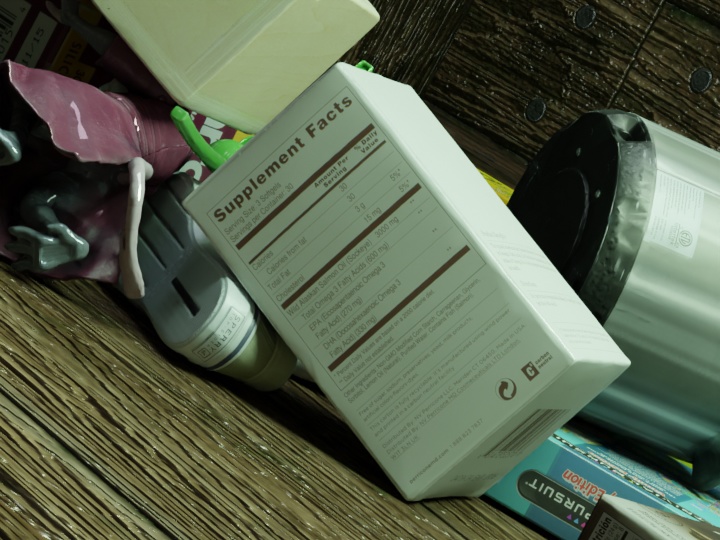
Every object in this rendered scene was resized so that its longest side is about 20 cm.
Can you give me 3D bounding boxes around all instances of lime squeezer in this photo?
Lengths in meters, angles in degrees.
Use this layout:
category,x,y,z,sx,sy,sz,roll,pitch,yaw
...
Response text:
category,x,y,z,sx,sy,sz,roll,pitch,yaw
lime squeezer,-0.056,-0.069,1.654,0.038,0.071,0.200,50,30,13

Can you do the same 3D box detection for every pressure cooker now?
category,x,y,z,sx,sy,sz,roll,pitch,yaw
pressure cooker,0.186,0.020,1.708,0.199,0.176,0.179,22,12,-19

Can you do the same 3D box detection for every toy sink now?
category,x,y,z,sx,sy,sz,roll,pitch,yaw
toy sink,-0.099,-0.191,1.663,0.200,0.112,0.130,50,8,15

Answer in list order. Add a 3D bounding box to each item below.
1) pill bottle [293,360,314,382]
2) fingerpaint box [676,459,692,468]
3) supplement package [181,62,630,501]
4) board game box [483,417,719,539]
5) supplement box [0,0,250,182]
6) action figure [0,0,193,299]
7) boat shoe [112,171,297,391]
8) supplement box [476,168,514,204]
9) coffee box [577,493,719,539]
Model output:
category,x,y,z,sx,sy,sz,roll,pitch,yaw
pill bottle,0.000,0.000,1.751,0.119,0.120,0.200,29,6,6
fingerpaint box,0.236,0.082,1.883,0.199,0.167,0.073,25,7,-16
supplement package,0.025,0.007,1.554,0.200,0.117,0.117,52,14,15
board game box,0.152,0.131,1.684,0.151,0.047,0.200,29,7,16
supplement box,-0.160,-0.096,1.781,0.103,0.131,0.200,33,10,37
action figure,-0.133,-0.074,1.607,0.148,0.135,0.200,13,18,24
boat shoe,-0.086,0.010,1.611,0.062,0.072,0.200,42,9,-27
supplement box,0.043,-0.035,2.225,0.200,0.109,0.109,31,7,27
coffee box,0.181,0.183,1.273,0.113,0.080,0.200,19,12,-48
